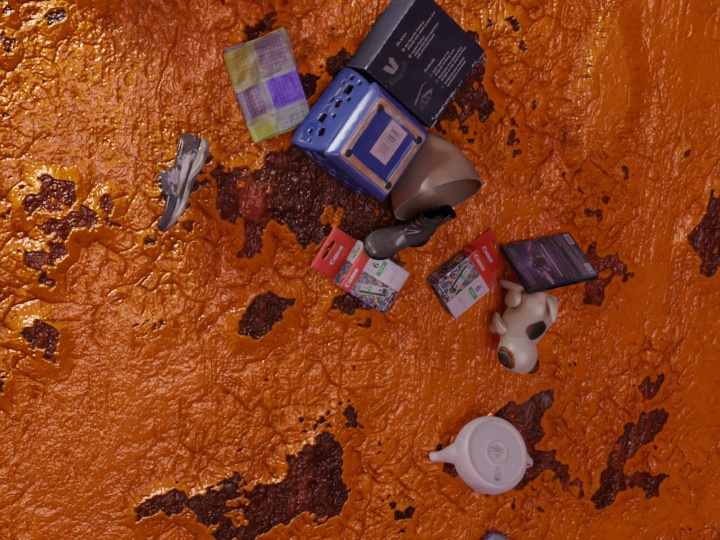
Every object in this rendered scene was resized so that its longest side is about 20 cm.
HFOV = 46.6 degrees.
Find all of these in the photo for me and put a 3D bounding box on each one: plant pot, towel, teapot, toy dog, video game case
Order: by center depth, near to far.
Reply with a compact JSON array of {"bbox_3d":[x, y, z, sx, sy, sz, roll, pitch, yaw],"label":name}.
[{"bbox_3d":[-0.185,-0.372,1.686,0.142,0.023,0.202,-22,112,-15],"label":"towel"},{"bbox_3d":[0.011,-0.269,1.697,0.199,0.180,0.201,36,89,-31],"label":"plant pot"},{"bbox_3d":[0.146,-0.211,1.792,0.198,0.200,0.136,-15,75,-17],"label":"plant pot"},{"bbox_3d":[0.446,-0.020,1.977,0.197,0.144,0.019,-11,143,-21],"label":"video game case"},{"bbox_3d":[0.392,0.145,1.982,0.138,0.193,0.203,16,93,-37],"label":"toy dog"},{"bbox_3d":[0.310,0.463,2.067,0.197,0.146,0.200,-38,83,-28],"label":"teapot"}]

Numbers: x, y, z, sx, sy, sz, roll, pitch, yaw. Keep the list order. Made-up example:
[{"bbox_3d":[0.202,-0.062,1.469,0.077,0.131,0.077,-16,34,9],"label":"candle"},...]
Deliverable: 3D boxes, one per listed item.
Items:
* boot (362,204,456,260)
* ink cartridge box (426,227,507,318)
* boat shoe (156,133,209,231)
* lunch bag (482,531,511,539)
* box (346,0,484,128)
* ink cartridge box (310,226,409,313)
[{"bbox_3d":[0.105,-0.093,1.803,0.198,0.131,0.068,-18,73,-37],"label":"boot"},{"bbox_3d":[0.263,0.005,1.960,0.199,0.050,0.109,-39,115,-7],"label":"ink cartridge box"},{"bbox_3d":[-0.365,-0.177,1.652,0.073,0.074,0.202,24,87,-16],"label":"boat shoe"},{"bbox_3d":[0.369,0.795,2.225,0.199,0.076,0.161,36,93,-27],"label":"lunch bag"},{"bbox_3d":[0.114,-0.440,1.731,0.199,0.117,0.198,36,91,-27],"label":"box"},{"bbox_3d":[0.000,0.000,1.845,0.199,0.050,0.110,32,92,-27],"label":"ink cartridge box"}]
